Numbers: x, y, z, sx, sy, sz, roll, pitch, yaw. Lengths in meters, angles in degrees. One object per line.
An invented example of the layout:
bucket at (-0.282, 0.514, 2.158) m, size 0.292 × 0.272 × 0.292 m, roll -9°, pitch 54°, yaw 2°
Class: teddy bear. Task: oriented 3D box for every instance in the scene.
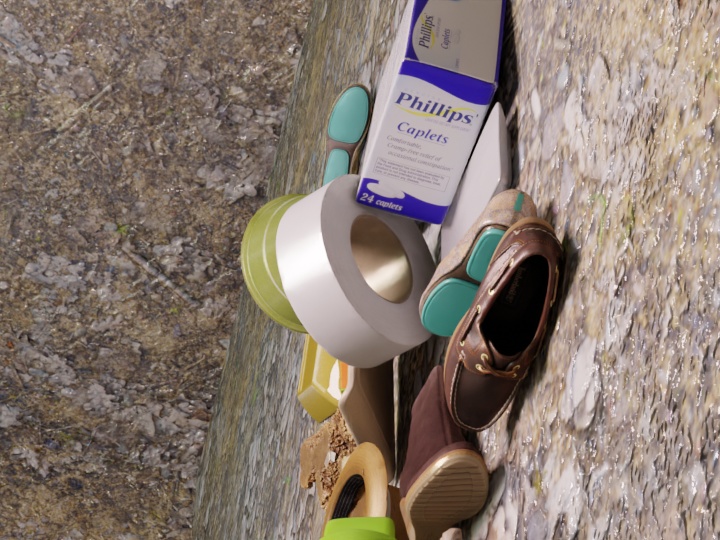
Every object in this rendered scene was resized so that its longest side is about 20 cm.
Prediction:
teddy bear at (-0.018, 0.237, 1.976) m, size 0.200 × 0.066 × 0.147 m, roll 125°, pitch 146°, yaw -53°

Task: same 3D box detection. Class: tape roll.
tape roll at (0.000, 0.000, 1.672) m, size 0.070 × 0.202 × 0.204 m, roll -29°, pitch 42°, yaw 33°

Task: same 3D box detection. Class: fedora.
fedora at (0.017, 0.281, 1.624) m, size 0.200 × 0.081 × 0.204 m, roll -166°, pitch 90°, yaw -76°

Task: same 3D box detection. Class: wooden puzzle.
wooden puzzle at (0.007, 0.116, 1.762) m, size 0.186 × 0.037 × 0.202 m, roll 67°, pitch -158°, yaw -48°

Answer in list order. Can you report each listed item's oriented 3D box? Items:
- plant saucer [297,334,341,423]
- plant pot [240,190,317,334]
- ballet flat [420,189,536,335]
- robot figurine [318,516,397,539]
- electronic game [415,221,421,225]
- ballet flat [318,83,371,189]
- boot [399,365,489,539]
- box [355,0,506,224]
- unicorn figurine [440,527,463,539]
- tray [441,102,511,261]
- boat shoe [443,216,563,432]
plant saucer at (-0.053, 0.117, 2.320) m, size 0.200 × 0.048 × 0.203 m, roll 133°, pitch 147°, yaw -73°
plant pot at (-0.035, -0.037, 2.056) m, size 0.190 × 0.198 × 0.203 m, roll -33°, pitch 45°, yaw 59°
ballet flat at (0.113, -0.008, 1.417) m, size 0.200 × 0.067 × 0.068 m, roll -52°, pitch 15°, yaw 55°
robot figurine at (-0.003, 0.325, 1.430) m, size 0.201 × 0.114 × 0.177 m, roll -86°, pitch -8°, yaw -48°
electronic game at (0.072, -0.146, 1.884) m, size 0.200 × 0.041 × 0.203 m, roll -169°, pitch 90°, yaw -80°
ballet flat at (-0.025, -0.205, 2.472) m, size 0.071 × 0.070 × 0.203 m, roll -115°, pitch 37°, yaw -74°
boot at (0.072, 0.161, 1.448) m, size 0.201 × 0.071 × 0.168 m, roll 107°, pitch 166°, yaw -55°
box at (0.077, -0.189, 1.656) m, size 0.185 × 0.103 × 0.201 m, roll -80°, pitch 7°, yaw -47°
unicorn figurine at (0.072, 0.290, 1.311) m, size 0.201 × 0.073 × 0.139 m, roll -104°, pitch 22°, yaw -63°
tray at (0.120, -0.066, 1.575) m, size 0.201 × 0.022 × 0.108 m, roll 111°, pitch 166°, yaw -49°
boat shoe at (0.118, 0.055, 1.303) m, size 0.071 × 0.069 × 0.202 m, roll -90°, pitch 14°, yaw -65°
